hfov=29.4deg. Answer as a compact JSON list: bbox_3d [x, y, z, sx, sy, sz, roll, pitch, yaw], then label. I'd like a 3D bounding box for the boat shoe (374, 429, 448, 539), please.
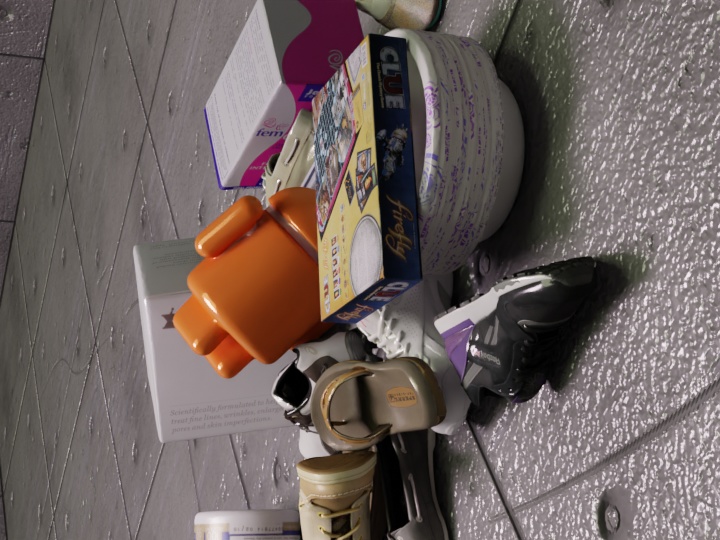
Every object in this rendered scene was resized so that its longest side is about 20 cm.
[{"bbox_3d":[0.038,0.205,1.223,0.067,0.057,0.201,139,131,-59],"label":"boat shoe"}]

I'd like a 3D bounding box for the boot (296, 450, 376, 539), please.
[{"bbox_3d":[-0.017,0.243,1.228,0.200,0.072,0.156,129,134,-77],"label":"boot"}]

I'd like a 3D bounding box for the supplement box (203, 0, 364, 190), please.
[{"bbox_3d":[-0.074,-0.170,1.345,0.200,0.101,0.104,127,135,-55],"label":"supplement box"}]

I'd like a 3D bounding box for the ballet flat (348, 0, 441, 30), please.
[{"bbox_3d":[0.012,-0.275,1.340,0.200,0.067,0.068,-134,54,-60],"label":"ballet flat"}]

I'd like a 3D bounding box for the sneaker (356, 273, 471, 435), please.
[{"bbox_3d":[0.038,0.056,1.190,0.078,0.099,0.201,117,147,-44],"label":"sneaker"}]

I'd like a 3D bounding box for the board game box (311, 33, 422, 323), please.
[{"bbox_3d":[0.002,-0.071,1.112,0.135,0.034,0.201,144,126,-62],"label":"board game box"}]

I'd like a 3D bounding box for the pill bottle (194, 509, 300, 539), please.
[{"bbox_3d":[-0.123,0.366,1.508,0.120,0.119,0.201,153,118,-64],"label":"pill bottle"}]

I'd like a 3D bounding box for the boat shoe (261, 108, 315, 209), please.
[{"bbox_3d":[-0.062,-0.091,1.331,0.200,0.062,0.072,-53,6,51],"label":"boat shoe"}]

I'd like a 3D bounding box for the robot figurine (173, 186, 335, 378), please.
[{"bbox_3d":[-0.078,0.004,1.255,0.200,0.144,0.117,-44,0,-3],"label":"robot figurine"}]

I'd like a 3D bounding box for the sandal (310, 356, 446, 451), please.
[{"bbox_3d":[0.001,0.118,1.166,0.200,0.054,0.081,-21,95,60],"label":"sandal"}]

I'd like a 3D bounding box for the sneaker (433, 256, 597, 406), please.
[{"bbox_3d":[0.129,0.051,1.036,0.200,0.075,0.088,141,114,-65],"label":"sneaker"}]

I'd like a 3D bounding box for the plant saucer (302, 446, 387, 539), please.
[{"bbox_3d":[-0.013,0.203,1.383,0.200,0.029,0.201,-177,90,-67],"label":"plant saucer"}]

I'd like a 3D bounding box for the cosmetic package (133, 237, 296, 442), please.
[{"bbox_3d":[-0.154,0.066,1.497,0.200,0.164,0.166,-124,29,-69],"label":"cosmetic package"}]

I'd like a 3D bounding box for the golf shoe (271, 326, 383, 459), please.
[{"bbox_3d":[-0.046,0.120,1.314,0.200,0.094,0.078,111,150,-47],"label":"golf shoe"}]

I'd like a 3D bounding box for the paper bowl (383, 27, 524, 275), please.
[{"bbox_3d":[0.063,-0.096,1.146,0.200,0.104,0.202,-177,90,-67],"label":"paper bowl"}]
